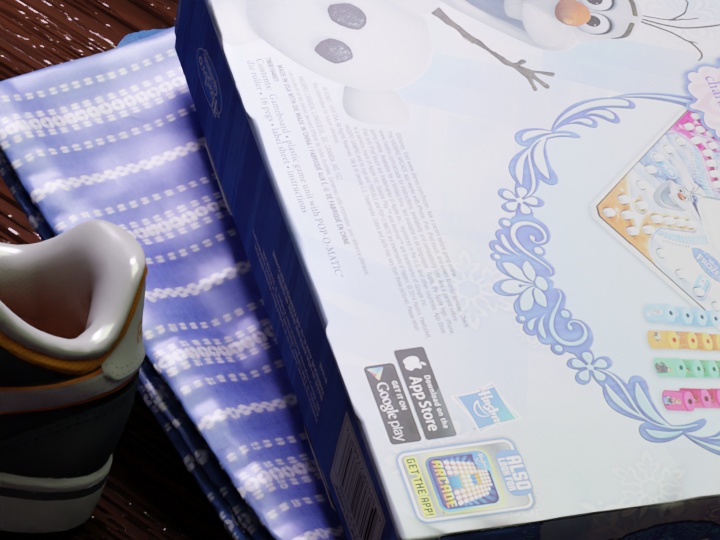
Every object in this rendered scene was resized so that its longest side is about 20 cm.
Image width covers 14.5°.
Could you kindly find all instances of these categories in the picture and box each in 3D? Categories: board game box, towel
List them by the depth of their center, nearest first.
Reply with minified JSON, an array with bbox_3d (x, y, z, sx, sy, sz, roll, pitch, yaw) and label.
[{"bbox_3d":[0.071,-0.011,0.744,0.198,0.043,0.200,-7,52,-17],"label":"board game box"},{"bbox_3d":[0.000,0.000,0.757,0.144,0.024,0.200,-22,60,-27],"label":"towel"}]

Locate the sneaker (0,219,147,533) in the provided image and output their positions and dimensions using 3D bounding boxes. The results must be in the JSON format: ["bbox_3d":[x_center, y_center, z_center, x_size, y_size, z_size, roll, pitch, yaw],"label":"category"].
[{"bbox_3d":[-0.142,0.009,0.657,0.199,0.080,0.078,6,27,-34],"label":"sneaker"}]

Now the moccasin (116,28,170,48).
[{"bbox_3d":[-0.023,-0.042,0.922,0.080,0.068,0.200,28,19,35],"label":"moccasin"}]
